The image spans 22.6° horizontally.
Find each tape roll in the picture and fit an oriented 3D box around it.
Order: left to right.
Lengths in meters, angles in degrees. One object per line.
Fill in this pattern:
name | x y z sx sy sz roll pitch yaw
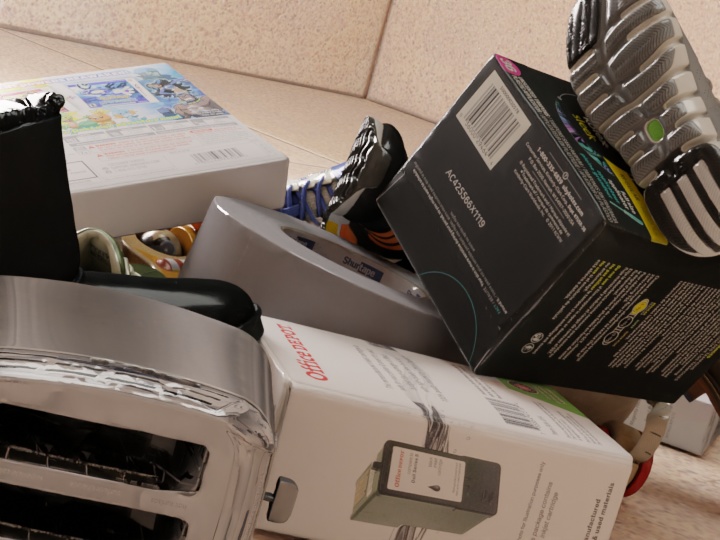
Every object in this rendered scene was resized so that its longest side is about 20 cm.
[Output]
tape roll | -0.017 0.023 1.162 0.200 0.066 0.200 26 6 -3

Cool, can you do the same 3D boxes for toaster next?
toaster | -0.128 0.074 0.826 0.199 0.114 0.129 15 12 -14

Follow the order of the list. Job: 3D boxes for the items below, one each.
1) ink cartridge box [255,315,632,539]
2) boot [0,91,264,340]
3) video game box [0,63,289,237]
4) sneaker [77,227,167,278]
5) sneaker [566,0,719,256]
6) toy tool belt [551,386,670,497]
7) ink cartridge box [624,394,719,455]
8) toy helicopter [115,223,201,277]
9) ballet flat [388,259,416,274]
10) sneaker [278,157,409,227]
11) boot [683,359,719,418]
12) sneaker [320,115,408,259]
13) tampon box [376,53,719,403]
ink cartridge box | 0.029 0.100 1.008 0.199 0.084 0.146 14 9 -15
boot | -0.157 -0.012 0.947 0.198 0.163 0.073 -17 13 -19
video game box | -0.180 -0.082 1.239 0.199 0.047 0.182 -11 35 -32
sneaker | -0.153 0.015 1.077 0.067 0.090 0.200 14 22 9
sneaker | 0.197 -0.084 1.080 0.115 0.075 0.201 17 46 -47
toy tool belt | 0.125 0.065 1.246 0.123 0.125 0.200 23 31 -20
ink cartridge box | 0.205 0.087 1.484 0.199 0.057 0.162 23 11 15
toy helicopter | -0.150 0.003 1.334 0.132 0.079 0.200 19 20 -18
ballet flat | 0.000 0.000 1.339 0.200 0.047 0.067 -10 -14 -47
sneaker | -0.039 -0.042 1.420 0.088 0.076 0.200 -5 -11 -43
boot | 0.293 0.090 1.226 0.200 0.097 0.075 49 22 -2
sneaker | 0.028 -0.048 1.219 0.090 0.070 0.200 23 -8 -2
tampon box | 0.141 -0.021 1.120 0.200 0.126 0.150 11 39 -44
